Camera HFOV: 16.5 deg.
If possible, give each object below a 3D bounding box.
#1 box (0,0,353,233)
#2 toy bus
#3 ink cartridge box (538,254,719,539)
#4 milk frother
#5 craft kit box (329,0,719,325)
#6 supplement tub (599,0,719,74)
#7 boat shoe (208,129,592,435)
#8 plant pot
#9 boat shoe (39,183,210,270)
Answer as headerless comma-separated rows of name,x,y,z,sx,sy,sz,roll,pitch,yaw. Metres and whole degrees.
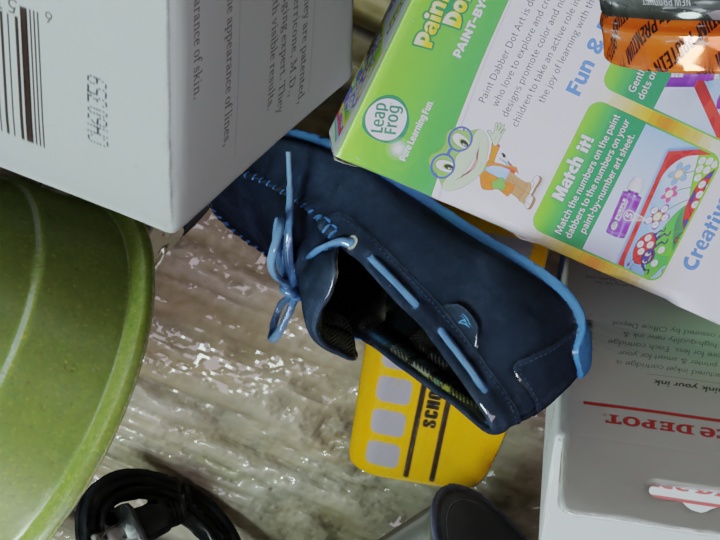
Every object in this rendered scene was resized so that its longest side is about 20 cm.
box,-0.114,-0.151,0.922,0.199,0.131,0.200,20,131,22
toy bus,0.046,0.003,1.103,0.078,0.065,0.200,10,129,2
ink cartridge box,0.136,0.062,1.050,0.116,0.200,0.067,8,129,1
milk frother,-0.021,0.152,1.149,0.188,0.181,0.200,-35,94,18
craft kit box,0.117,-0.097,0.985,0.197,0.049,0.200,23,104,-13
supplement tub,0.131,-0.175,0.877,0.122,0.123,0.200,0,103,8
boat shoe,0.000,0.000,1.011,0.200,0.069,0.084,25,151,39
plant pot,-0.217,0.014,0.982,0.190,0.200,0.200,32,126,-31
boat shoe,-0.122,-0.017,1.111,0.071,0.063,0.200,39,121,-19
